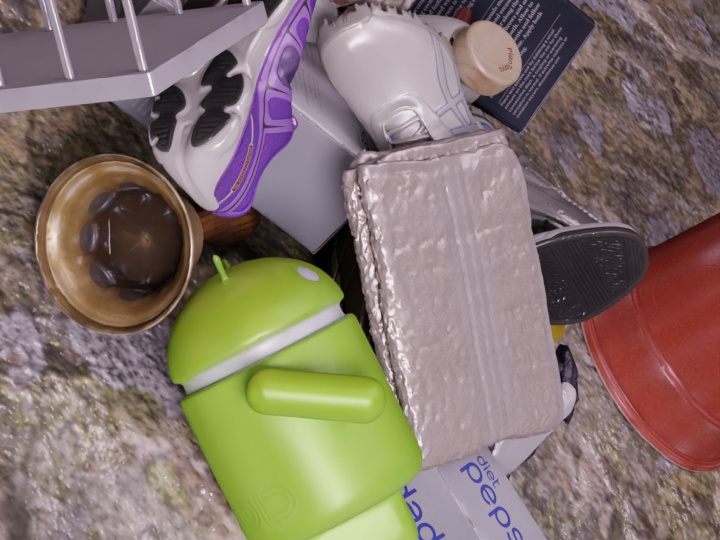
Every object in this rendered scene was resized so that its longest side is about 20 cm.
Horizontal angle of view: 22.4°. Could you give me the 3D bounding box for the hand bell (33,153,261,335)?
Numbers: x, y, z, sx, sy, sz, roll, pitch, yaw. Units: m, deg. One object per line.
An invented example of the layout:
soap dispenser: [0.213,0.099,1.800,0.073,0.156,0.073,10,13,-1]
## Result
hand bell: [-0.108,-0.023,1.134,0.105,0.104,0.200,58,20,7]

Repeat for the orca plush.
orca plush: [0.099,0.090,1.288,0.071,0.106,0.200,28,31,18]

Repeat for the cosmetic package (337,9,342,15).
cosmetic package: [-0.083,-0.197,1.329,0.200,0.051,0.083,39,38,-22]

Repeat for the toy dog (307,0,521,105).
toy dog: [0.022,-0.172,1.241,0.200,0.131,0.097,42,40,-40]

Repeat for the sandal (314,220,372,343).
sandal: [0.000,0.000,1.223,0.054,0.082,0.201,23,29,-16]

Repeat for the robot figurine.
robot figurine: [-0.039,0.082,1.062,0.201,0.115,0.175,64,-4,0]

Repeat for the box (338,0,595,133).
box: [0.056,-0.217,1.416,0.199,0.107,0.148,34,4,-28]

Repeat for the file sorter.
file sorter: [-0.180,-0.167,1.013,0.139,0.199,0.125,-44,126,-57]

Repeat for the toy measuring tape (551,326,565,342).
toy measuring tape: [0.117,0.026,1.342,0.074,0.073,0.200,56,18,3]

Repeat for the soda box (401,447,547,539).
soda box: [0.054,0.150,1.174,0.201,0.068,0.063,57,35,5]

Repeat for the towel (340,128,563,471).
towel: [0.058,0.016,1.140,0.132,0.034,0.202,-13,95,-36]

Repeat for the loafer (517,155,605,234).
loafer: [0.115,-0.054,1.336,0.199,0.070,0.070,30,54,5]

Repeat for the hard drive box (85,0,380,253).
hard drive box: [-0.084,-0.129,1.212,0.200,0.077,0.156,37,22,-24]

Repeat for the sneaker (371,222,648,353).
sneaker: [0.095,-0.003,1.283,0.121,0.199,0.084,-108,-179,-59]

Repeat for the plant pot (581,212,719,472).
plant pot: [0.318,0.033,1.499,0.200,0.195,0.202,32,39,-31]

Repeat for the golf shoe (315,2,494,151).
golf shoe: [0.043,-0.089,1.180,0.200,0.078,0.098,45,26,-41]

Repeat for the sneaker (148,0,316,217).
sneaker: [-0.068,-0.118,1.093,0.084,0.080,0.201,58,43,-46]
